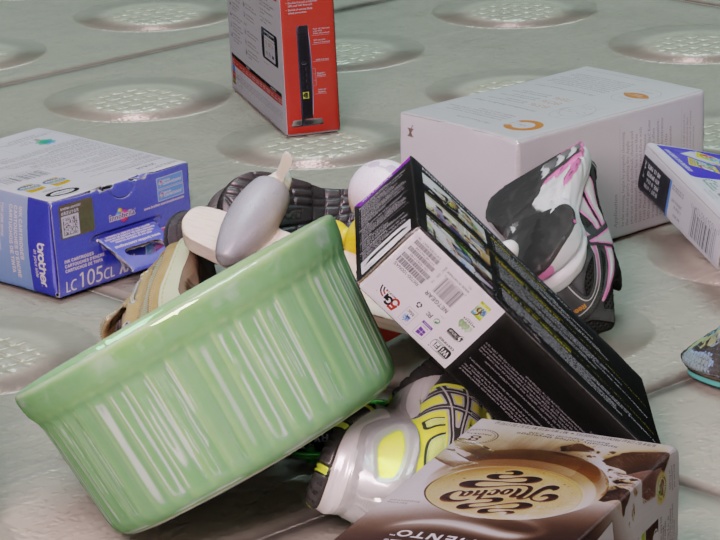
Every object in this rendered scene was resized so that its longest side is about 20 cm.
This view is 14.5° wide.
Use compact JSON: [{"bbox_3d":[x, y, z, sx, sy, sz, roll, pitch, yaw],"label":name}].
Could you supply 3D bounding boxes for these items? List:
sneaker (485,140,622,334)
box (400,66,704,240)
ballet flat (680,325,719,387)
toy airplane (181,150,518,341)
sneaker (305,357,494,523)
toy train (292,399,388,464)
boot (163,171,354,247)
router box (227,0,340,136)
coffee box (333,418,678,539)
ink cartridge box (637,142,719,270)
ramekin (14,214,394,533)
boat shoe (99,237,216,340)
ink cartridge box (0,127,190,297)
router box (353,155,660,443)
[{"bbox_3d":[0.136,-0.012,1.903,0.080,0.086,0.200,-28,19,20],"label":"sneaker"},{"bbox_3d":[0.143,-0.079,2.092,0.200,0.098,0.124,-16,22,-39],"label":"box"},{"bbox_3d":[0.275,0.049,1.713,0.074,0.074,0.200,-17,22,-40],"label":"ballet flat"},{"bbox_3d":[0.000,0.000,1.770,0.200,0.141,0.199,0,25,-15],"label":"toy airplane"},{"bbox_3d":[0.042,0.104,1.587,0.076,0.075,0.200,28,29,16],"label":"sneaker"},{"bbox_3d":[-0.076,0.090,1.672,0.200,0.042,0.056,1,7,9],"label":"toy train"},{"bbox_3d":[-0.025,-0.020,1.958,0.200,0.070,0.132,18,-16,-18],"label":"boot"},{"bbox_3d":[-0.071,-0.226,2.453,0.049,0.180,0.200,-7,18,-14],"label":"router box"},{"bbox_3d":[0.071,0.146,1.397,0.113,0.080,0.200,7,19,24],"label":"coffee box"},{"bbox_3d":[0.317,-0.035,1.997,0.200,0.043,0.198,6,16,-13],"label":"ink cartridge box"},{"bbox_3d":[-0.078,0.060,1.546,0.200,0.098,0.200,-30,3,2],"label":"ramekin"},{"bbox_3d":[-0.132,0.030,1.831,0.076,0.072,0.200,-16,14,7],"label":"boat shoe"},{"bbox_3d":[-0.215,-0.041,2.044,0.200,0.076,0.136,12,23,42],"label":"ink cartridge box"},{"bbox_3d":[0.083,0.036,1.588,0.051,0.200,0.149,-43,13,12],"label":"router box"}]
